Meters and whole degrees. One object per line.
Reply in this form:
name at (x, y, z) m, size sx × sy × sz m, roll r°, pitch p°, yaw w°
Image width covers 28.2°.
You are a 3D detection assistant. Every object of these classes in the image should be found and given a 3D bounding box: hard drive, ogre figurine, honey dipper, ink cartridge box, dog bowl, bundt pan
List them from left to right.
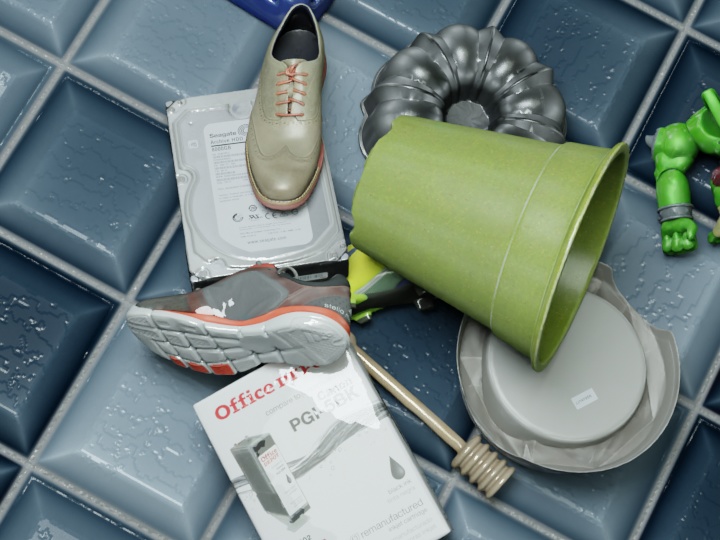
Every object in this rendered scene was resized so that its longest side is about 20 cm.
hard drive at (-0.094, -0.075, 1.279) m, size 0.140 × 0.038 × 0.200 m, roll -8°, pitch 58°, yaw -6°
ink cartridge box at (-0.032, 0.168, 1.220) m, size 0.147 × 0.083 × 0.200 m, roll -30°, pitch 80°, yaw 0°
honey dipper at (0.052, 0.122, 1.274) m, size 0.200 × 0.038 × 0.038 m, roll 43°, pitch 76°, yaw 8°
bundt pan at (0.100, -0.139, 1.323) m, size 0.202 × 0.076 × 0.202 m, roll 1°, pitch 76°, yaw -5°
dog bowl at (0.178, 0.088, 1.270) m, size 0.200 × 0.059 × 0.200 m, roll 2°, pitch 69°, yaw -6°
ogre figurine at (0.353, -0.107, 1.320) m, size 0.200 × 0.098 × 0.120 m, roll -34°, pitch 71°, yaw 33°

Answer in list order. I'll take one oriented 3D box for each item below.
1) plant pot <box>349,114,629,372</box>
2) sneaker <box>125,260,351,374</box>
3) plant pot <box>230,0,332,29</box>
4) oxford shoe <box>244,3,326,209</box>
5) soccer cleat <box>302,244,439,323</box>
plant pot at (0.099, -0.043, 1.195) m, size 0.190 × 0.200 × 0.200 m, roll 22°, pitch 75°, yaw 15°
sneaker at (-0.096, 0.034, 1.197) m, size 0.200 × 0.077 × 0.082 m, roll 2°, pitch 52°, yaw 17°
plant pot at (-0.081, -0.365, 1.311) m, size 0.200 × 0.180 × 0.200 m, roll 32°, pitch 76°, yaw 3°
oxford shoe at (-0.066, -0.146, 1.257) m, size 0.070 × 0.075 × 0.200 m, roll 1°, pitch 57°, yaw -1°
soccer cleat at (0.000, 0.000, 1.291) m, size 0.200 × 0.065 × 0.084 m, roll -10°, pitch 62°, yaw -7°
